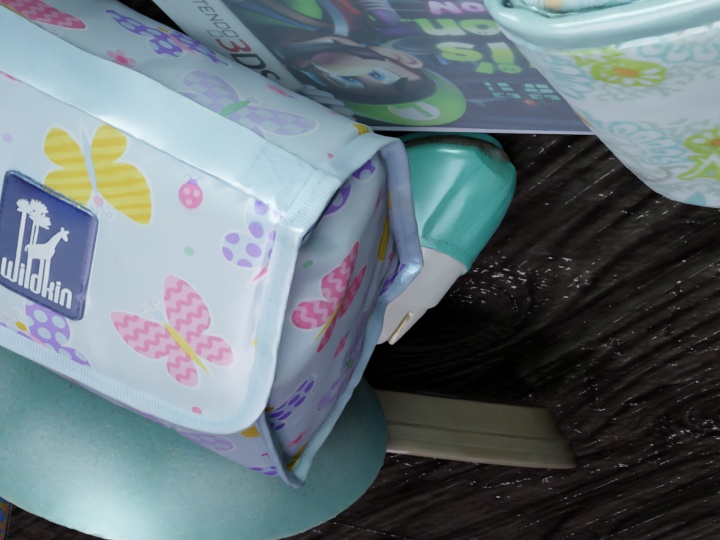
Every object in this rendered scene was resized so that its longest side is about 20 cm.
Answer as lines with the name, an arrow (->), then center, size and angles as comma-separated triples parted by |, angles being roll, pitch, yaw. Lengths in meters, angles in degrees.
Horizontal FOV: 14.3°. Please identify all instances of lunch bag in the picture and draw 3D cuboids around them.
lunch bag -> -0.079, -0.021, 0.959 | 0.169, 0.127, 0.200 | 26, 165, 10

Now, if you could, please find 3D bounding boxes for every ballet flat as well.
ballet flat -> 0.000, 0.000, 1.139 | 0.067, 0.071, 0.200 | 17, 161, -24

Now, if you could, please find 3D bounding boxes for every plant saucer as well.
plant saucer -> -0.084, 0.043, 1.222 | 0.201, 0.201, 0.039 | 10, 121, -3
plant saucer -> 0.005, 0.068, 1.355 | 0.200, 0.030, 0.200 | 7, 178, 0

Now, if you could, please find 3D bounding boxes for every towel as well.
towel -> 0.154, -0.068, 0.831 | 0.200, 0.048, 0.171 | -8, 158, 20

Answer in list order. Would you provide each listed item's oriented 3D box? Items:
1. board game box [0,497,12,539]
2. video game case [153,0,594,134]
board game box -> -0.279, 0.201, 1.714 | 0.057, 0.200, 0.165 | 1, 161, 19
video game case -> 0.032, -0.085, 0.927 | 0.200, 0.023, 0.182 | 2, 162, 22
